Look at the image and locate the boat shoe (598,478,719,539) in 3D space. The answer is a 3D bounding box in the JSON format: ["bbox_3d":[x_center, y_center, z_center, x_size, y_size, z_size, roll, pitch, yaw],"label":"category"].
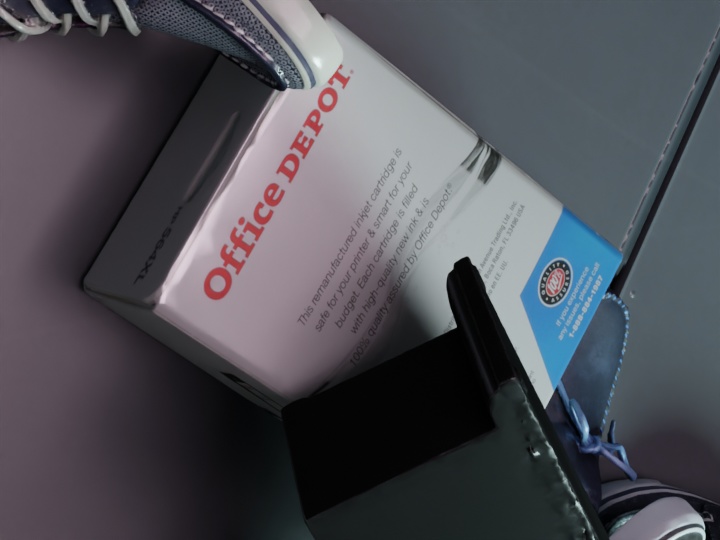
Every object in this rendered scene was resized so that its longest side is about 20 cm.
[{"bbox_3d":[0.198,0.157,0.964,0.199,0.091,0.071,15,88,-31],"label":"boat shoe"}]

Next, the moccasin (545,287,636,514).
[{"bbox_3d":[0.093,0.104,0.906,0.080,0.068,0.201,21,87,-37],"label":"moccasin"}]

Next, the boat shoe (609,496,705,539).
[{"bbox_3d":[0.119,0.205,0.896,0.073,0.068,0.200,18,107,-49],"label":"boat shoe"}]

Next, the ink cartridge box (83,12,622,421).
[{"bbox_3d":[0.000,0.000,0.834,0.200,0.084,0.147,36,77,-28],"label":"ink cartridge box"}]

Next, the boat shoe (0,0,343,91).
[{"bbox_3d":[-0.108,-0.113,0.736,0.200,0.075,0.093,38,79,9],"label":"boat shoe"}]

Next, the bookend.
[{"bbox_3d":[0.004,0.134,0.780,0.199,0.092,0.199,-26,122,5],"label":"bookend"}]
